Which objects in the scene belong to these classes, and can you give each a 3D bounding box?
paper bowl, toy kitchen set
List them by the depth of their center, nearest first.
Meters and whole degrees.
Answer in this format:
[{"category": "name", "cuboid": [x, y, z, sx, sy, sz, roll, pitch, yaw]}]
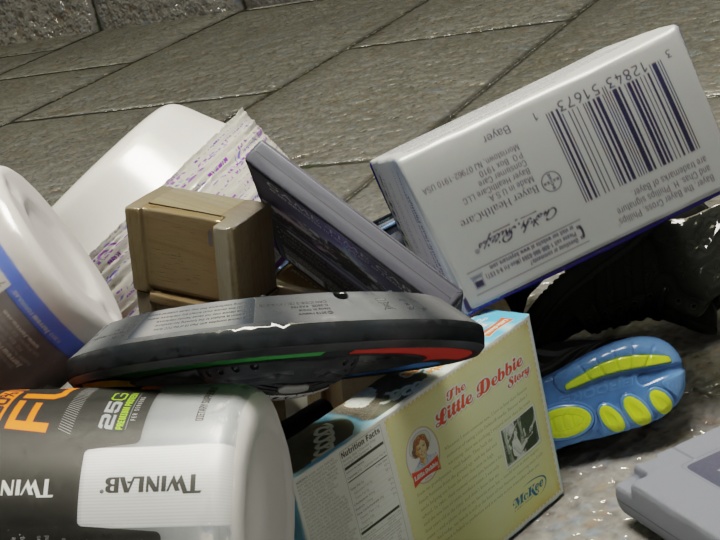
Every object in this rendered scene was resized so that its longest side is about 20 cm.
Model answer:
[{"category": "toy kitchen set", "cuboid": [-0.084, 0.084, 0.810, 0.163, 0.201, 0.180, 10, 28, 27]}, {"category": "paper bowl", "cuboid": [-0.147, -0.037, 1.002, 0.201, 0.104, 0.201, -42, 8, 7]}]

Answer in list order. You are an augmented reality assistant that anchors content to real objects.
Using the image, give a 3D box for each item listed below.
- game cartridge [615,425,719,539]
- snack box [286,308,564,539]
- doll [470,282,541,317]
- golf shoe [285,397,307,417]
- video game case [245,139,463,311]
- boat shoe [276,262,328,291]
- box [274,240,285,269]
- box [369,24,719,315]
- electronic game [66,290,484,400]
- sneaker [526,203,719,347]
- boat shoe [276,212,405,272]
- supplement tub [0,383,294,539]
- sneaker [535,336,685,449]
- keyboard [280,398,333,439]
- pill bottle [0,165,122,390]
[{"category": "game cartridge", "cuboid": [0.255, 0.108, 0.763, 0.199, 0.041, 0.133, -20, 16, -18]}, {"category": "snack box", "cuboid": [0.032, 0.113, 0.771, 0.037, 0.117, 0.200, 5, 26, 43]}, {"category": "doll", "cuboid": [0.091, 0.025, 1.024, 0.136, 0.048, 0.200, -46, 1, 10]}, {"category": "golf shoe", "cuboid": [-0.075, 0.089, 1.002, 0.091, 0.076, 0.200, -30, 16, -18]}, {"category": "video game case", "cuboid": [0.000, 0.000, 0.868, 0.019, 0.143, 0.200, -51, -11, -11]}, {"category": "boat shoe", "cuboid": [-0.037, 0.018, 1.072, 0.076, 0.072, 0.200, -54, 6, -9]}, {"category": "box", "cuboid": [-0.146, 0.060, 1.008, 0.137, 0.039, 0.200, -38, 9, 46]}, {"category": "box", "cuboid": [0.113, -0.063, 0.911, 0.183, 0.105, 0.200, -25, 6, -2]}, {"category": "electronic game", "cuboid": [-0.040, 0.041, 0.686, 0.199, 0.042, 0.200, -5, -8, -1]}, {"category": "sneaker", "cuboid": [0.210, 0.013, 1.003, 0.200, 0.104, 0.060, -45, -19, 6]}, {"category": "boat shoe", "cuboid": [-0.043, -0.015, 1.262, 0.199, 0.069, 0.084, -13, 19, 2]}, {"category": "supplement tub", "cuboid": [-0.136, 0.113, 0.630, 0.199, 0.123, 0.123, -2, 20, 8]}, {"category": "sneaker", "cuboid": [0.105, 0.086, 0.902, 0.199, 0.071, 0.083, -13, -4, 9]}, {"category": "keyboard", "cuboid": [-0.089, 0.137, 0.752, 0.200, 0.104, 0.040, -31, -6, -15]}, {"category": "pill bottle", "cuboid": [-0.231, 0.047, 0.728, 0.200, 0.114, 0.114, -36, 20, 1]}]
